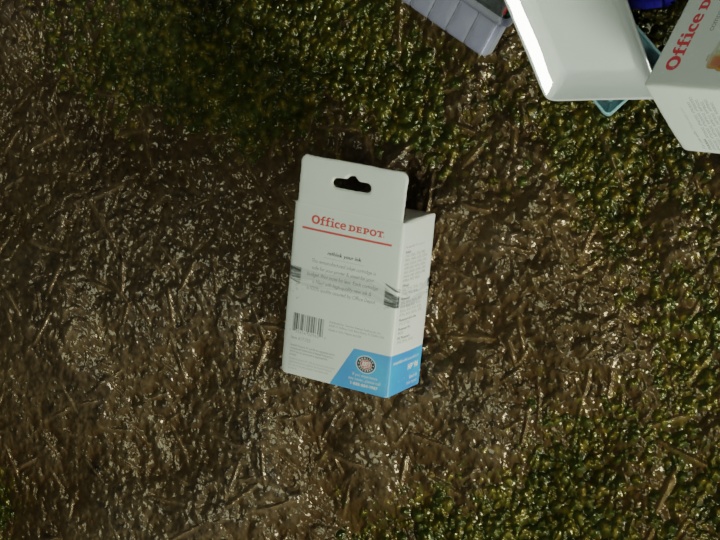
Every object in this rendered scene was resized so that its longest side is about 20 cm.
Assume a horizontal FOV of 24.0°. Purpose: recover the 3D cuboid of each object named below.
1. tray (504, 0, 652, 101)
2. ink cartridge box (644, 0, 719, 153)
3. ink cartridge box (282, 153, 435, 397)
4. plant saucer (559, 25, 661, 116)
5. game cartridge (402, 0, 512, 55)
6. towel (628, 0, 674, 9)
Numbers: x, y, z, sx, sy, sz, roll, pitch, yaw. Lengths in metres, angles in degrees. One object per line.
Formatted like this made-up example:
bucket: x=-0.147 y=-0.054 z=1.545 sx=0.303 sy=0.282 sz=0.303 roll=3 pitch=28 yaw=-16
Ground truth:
tray: x=0.164 y=-0.215 z=1.335 sx=0.106 sy=0.022 sz=0.201 roll=2 pitch=138 yaw=33
ink cartridge box: x=0.329 y=-0.160 z=1.241 sx=0.199 sy=0.084 sz=0.146 roll=9 pitch=60 yaw=44
ink cartridge box: x=0.000 y=0.000 z=1.528 sx=0.115 sy=0.068 sz=0.203 roll=12 pitch=104 yaw=27
plant saucer: x=0.166 y=-0.226 z=1.404 sx=0.070 sy=0.019 sz=0.200 roll=-41 pitch=91 yaw=23
game cartridge: x=0.108 y=-0.300 z=1.442 sx=0.129 sy=0.038 sz=0.201 roll=39 pitch=114 yaw=24
towel: x=0.176 y=-0.288 z=1.289 sx=0.146 sy=0.050 sz=0.201 roll=8 pitch=139 yaw=24
